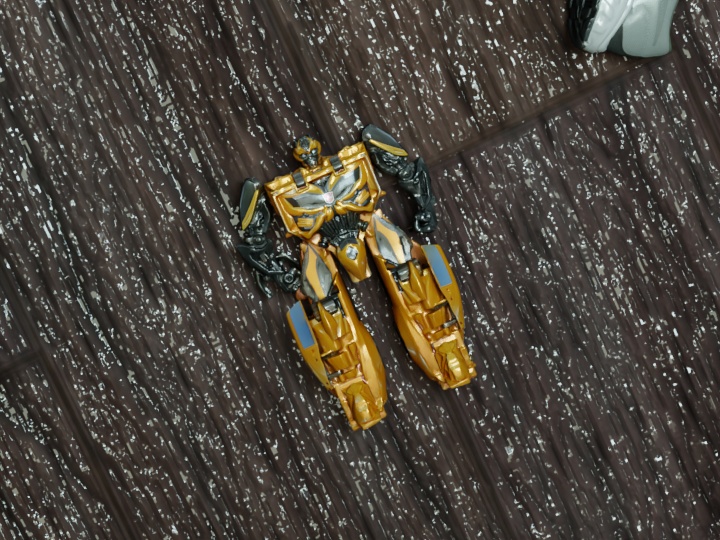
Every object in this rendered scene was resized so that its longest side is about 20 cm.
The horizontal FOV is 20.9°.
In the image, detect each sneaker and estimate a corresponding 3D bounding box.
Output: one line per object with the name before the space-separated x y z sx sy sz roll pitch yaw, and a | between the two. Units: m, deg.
sneaker | 0.206 -0.242 1.341 0.079 0.074 0.202 14 102 -15

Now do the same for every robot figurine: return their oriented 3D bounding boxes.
robot figurine | 0.000 0.000 1.355 0.144 0.058 0.201 -24 99 -2
